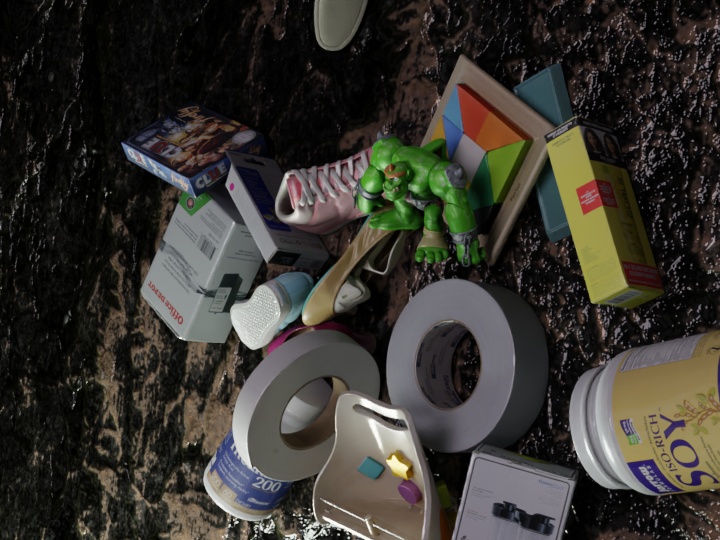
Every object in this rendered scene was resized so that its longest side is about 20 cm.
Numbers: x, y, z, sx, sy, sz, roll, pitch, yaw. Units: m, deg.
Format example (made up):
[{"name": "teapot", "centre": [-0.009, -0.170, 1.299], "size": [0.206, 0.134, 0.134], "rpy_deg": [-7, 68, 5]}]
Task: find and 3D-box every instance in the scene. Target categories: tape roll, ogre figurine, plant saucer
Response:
[{"name": "tape roll", "centre": [-0.065, 0.168, 1.527], "size": [0.037, 0.203, 0.203], "rpy_deg": [38, 111, 43]}, {"name": "tape roll", "centre": [0.122, 0.112, 1.436], "size": [0.200, 0.066, 0.201], "rpy_deg": [-8, 79, 45]}, {"name": "ogre figurine", "centre": [0.066, -0.091, 1.461], "size": [0.200, 0.098, 0.120], "rpy_deg": [-130, 33, -52]}, {"name": "plant saucer", "centre": [0.219, -0.136, 1.409], "size": [0.070, 0.019, 0.200], "rpy_deg": [-28, 65, 41]}]

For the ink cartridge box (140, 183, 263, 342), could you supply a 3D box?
[{"name": "ink cartridge box", "centre": [-0.226, -0.013, 1.811], "size": [0.147, 0.083, 0.200], "rpy_deg": [43, 113, 41]}]

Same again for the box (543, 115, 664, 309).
[{"name": "box", "centre": [0.258, -0.061, 1.314], "size": [0.050, 0.075, 0.200], "rpy_deg": [-30, 62, 40]}]

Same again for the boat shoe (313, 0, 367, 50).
[{"name": "boat shoe", "centre": [-0.024, -0.401, 1.687], "size": [0.068, 0.072, 0.200], "rpy_deg": [-119, 36, -79]}]

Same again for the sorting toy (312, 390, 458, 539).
[{"name": "sorting toy", "centre": [0.034, 0.230, 1.430], "size": [0.200, 0.107, 0.180], "rpy_deg": [15, 125, 46]}]

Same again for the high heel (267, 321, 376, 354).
[{"name": "high heel", "centre": [-0.079, 0.100, 1.627], "size": [0.200, 0.096, 0.068], "rpy_deg": [0, 83, 46]}]

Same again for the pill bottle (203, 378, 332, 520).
[{"name": "pill bottle", "centre": [-0.118, 0.226, 1.638], "size": [0.200, 0.111, 0.111], "rpy_deg": [-58, 48, 24]}]

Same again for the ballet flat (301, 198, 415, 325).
[{"name": "ballet flat", "centre": [0.000, 0.000, 1.564], "size": [0.063, 0.069, 0.200], "rpy_deg": [39, 99, 27]}]

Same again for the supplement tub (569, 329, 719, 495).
[{"name": "supplement tub", "centre": [0.315, 0.136, 1.170], "size": [0.200, 0.145, 0.146], "rpy_deg": [-19, 70, 44]}]

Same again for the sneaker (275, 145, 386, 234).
[{"name": "sneaker", "centre": [-0.032, -0.109, 1.608], "size": [0.200, 0.105, 0.075], "rpy_deg": [-32, 60, 38]}]

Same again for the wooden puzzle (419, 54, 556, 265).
[{"name": "wooden puzzle", "centre": [0.134, -0.133, 1.467], "size": [0.200, 0.037, 0.185], "rpy_deg": [49, 127, 40]}]

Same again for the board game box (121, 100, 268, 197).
[{"name": "board game box", "centre": [-0.248, -0.183, 1.833], "size": [0.200, 0.135, 0.035], "rpy_deg": [28, 145, 45]}]

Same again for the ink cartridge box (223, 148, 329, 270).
[{"name": "ink cartridge box", "centre": [-0.123, -0.086, 1.705], "size": [0.037, 0.095, 0.200], "rpy_deg": [-50, 51, 30]}]

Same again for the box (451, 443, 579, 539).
[{"name": "box", "centre": [0.158, 0.300, 1.337], "size": [0.116, 0.060, 0.200], "rpy_deg": [13, 95, 15]}]

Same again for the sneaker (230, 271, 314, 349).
[{"name": "sneaker", "centre": [-0.116, 0.054, 1.706], "size": [0.074, 0.082, 0.200], "rpy_deg": [65, 152, 3]}]
